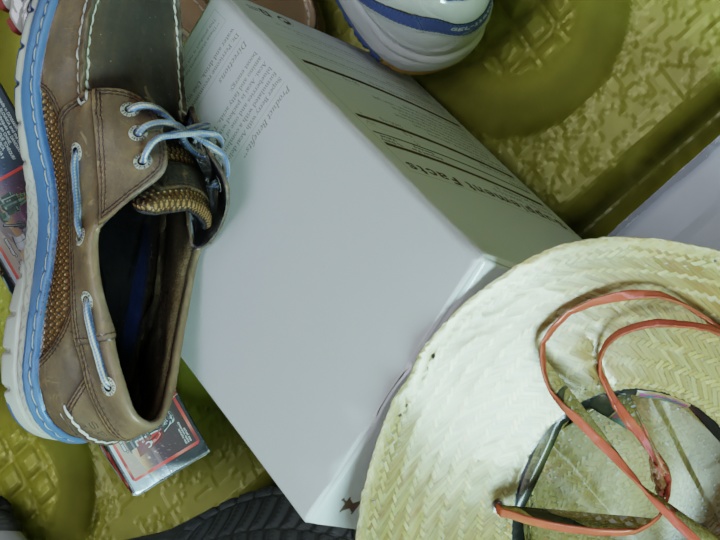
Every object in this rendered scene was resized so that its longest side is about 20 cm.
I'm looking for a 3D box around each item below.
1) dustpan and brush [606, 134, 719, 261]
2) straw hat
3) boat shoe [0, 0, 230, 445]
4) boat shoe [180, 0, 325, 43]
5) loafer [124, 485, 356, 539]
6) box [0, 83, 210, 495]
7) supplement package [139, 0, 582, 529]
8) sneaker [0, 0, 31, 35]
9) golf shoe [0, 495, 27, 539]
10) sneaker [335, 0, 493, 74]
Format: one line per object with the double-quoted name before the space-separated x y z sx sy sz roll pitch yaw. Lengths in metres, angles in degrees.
"dustpan and brush" 0.158 0.067 0.713 0.140 0.057 0.201 -45 58 34
"straw hat" 0.098 0.087 0.662 0.200 0.085 0.203 1 94 9
"boat shoe" -0.085 -0.033 0.711 0.072 0.072 0.202 3 90 40
"boat shoe" -0.082 -0.173 0.832 0.200 0.071 0.065 53 157 1
"loafer" -0.068 0.153 0.840 0.199 0.075 0.070 -16 115 26
"box" -0.137 -0.001 0.812 0.040 0.137 0.201 -30 93 -11
"supplement package" 0.000 0.000 0.746 0.122 0.119 0.200 -56 47 16
"sneaker" -0.129 -0.178 0.890 0.082 0.078 0.201 -14 79 29
"golf shoe" -0.225 0.205 0.921 0.095 0.078 0.200 45 110 26
"sneaker" -0.007 -0.179 0.773 0.075 0.088 0.200 -39 88 -14
